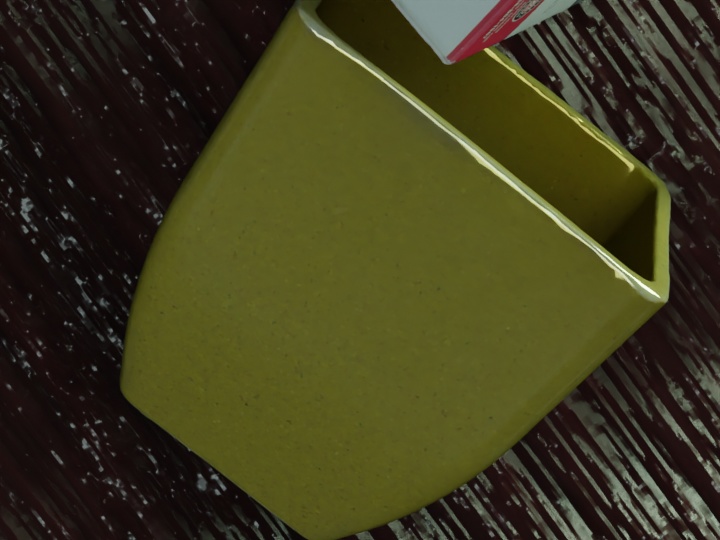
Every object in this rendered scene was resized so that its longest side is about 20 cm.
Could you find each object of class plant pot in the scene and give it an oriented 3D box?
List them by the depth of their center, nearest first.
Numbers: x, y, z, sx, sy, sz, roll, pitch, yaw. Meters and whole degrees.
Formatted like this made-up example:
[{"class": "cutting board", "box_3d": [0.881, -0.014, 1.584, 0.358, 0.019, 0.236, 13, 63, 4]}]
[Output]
[{"class": "plant pot", "box_3d": [0.000, 0.000, 1.223, 0.195, 0.194, 0.200, 39, 107, -5]}]

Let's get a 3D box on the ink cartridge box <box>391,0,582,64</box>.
[{"class": "ink cartridge box", "box_3d": [0.100, -0.182, 1.160, 0.083, 0.200, 0.145, 48, 124, 7]}]
